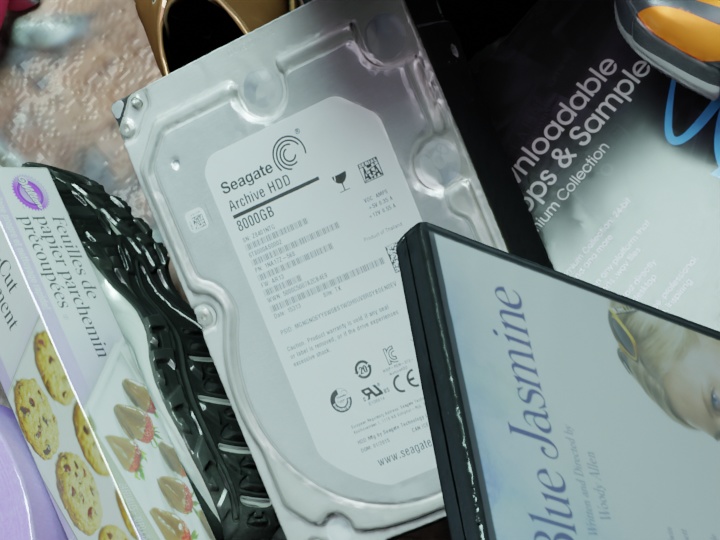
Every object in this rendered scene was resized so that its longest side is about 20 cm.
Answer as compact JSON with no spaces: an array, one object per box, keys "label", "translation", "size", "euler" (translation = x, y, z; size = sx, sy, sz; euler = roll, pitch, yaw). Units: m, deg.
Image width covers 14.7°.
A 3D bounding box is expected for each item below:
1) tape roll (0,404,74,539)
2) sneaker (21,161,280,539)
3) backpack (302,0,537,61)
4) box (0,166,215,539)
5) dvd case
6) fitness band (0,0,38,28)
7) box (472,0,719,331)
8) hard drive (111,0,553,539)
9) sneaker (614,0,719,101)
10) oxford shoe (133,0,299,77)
[{"label":"tape roll","translation":[-0.193,0.142,1.116],"size":[0.199,0.066,0.201],"euler":[-12,66,29]},{"label":"sneaker","translation":[-0.096,0.045,1.145],"size":[0.079,0.074,0.200],"euler":[-52,56,20]},{"label":"backpack","translation":[0.052,-0.179,1.134],"size":[0.199,0.164,0.154],"euler":[-27,37,1]},{"label":"box","translation":[-0.109,0.051,1.084],"size":[0.041,0.039,0.201],"euler":[-42,63,36]},{"label":"dvd case","translation":[0.103,0.068,0.915],"size":[0.018,0.199,0.143],"euler":[-45,40,36]},{"label":"fitness band","translation":[-0.227,-0.148,1.312],"size":[0.143,0.037,0.201],"euler":[-23,57,13]},{"label":"box","translation":[0.129,-0.030,1.068],"size":[0.200,0.036,0.143],"euler":[38,82,23]},{"label":"hard drive","translation":[0.000,0.000,1.063],"size":[0.139,0.038,0.201],"euler":[-23,87,28]},{"label":"sneaker","translation":[0.197,-0.114,1.016],"size":[0.199,0.112,0.078],"euler":[6,48,-5]},{"label":"oxford shoe","translation":[-0.067,-0.120,1.207],"size":[0.071,0.071,0.201],"euler":[-31,55,9]}]
